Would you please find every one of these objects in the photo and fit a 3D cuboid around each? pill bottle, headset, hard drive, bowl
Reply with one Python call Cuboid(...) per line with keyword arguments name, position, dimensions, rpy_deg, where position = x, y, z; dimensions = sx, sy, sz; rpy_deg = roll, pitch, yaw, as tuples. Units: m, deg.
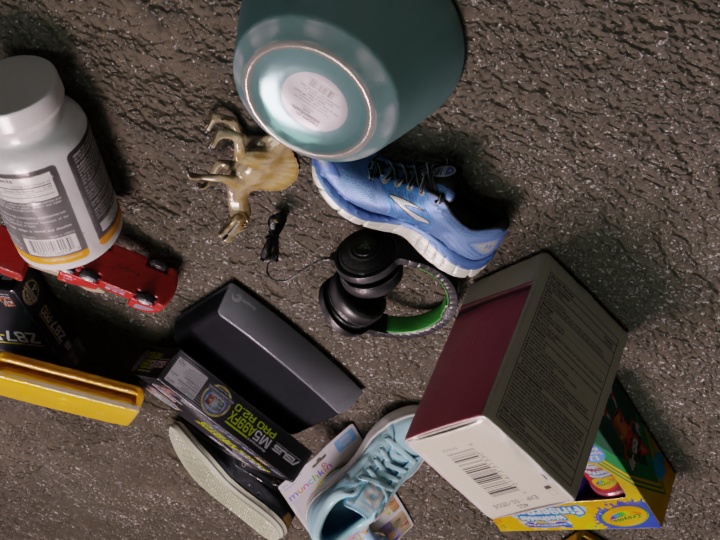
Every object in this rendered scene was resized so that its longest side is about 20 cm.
Cuboid(name="pill bottle", position=(-0.315, -0.105, 1.356), dimensions=(0.116, 0.117, 0.200), rpy_deg=(9, 138, 21))
Cuboid(name="headset", position=(0.000, 0.000, 1.350), dimensions=(0.199, 0.094, 0.124), rpy_deg=(14, 139, -9))
Cuboid(name="hard drive", position=(-0.108, 0.106, 1.536), dimensions=(0.200, 0.042, 0.135), rpy_deg=(41, 140, -18))
Cuboid(name="bowl", position=(-0.025, -0.168, 1.118), dimensions=(0.200, 0.105, 0.201), rpy_deg=(15, 137, 15))

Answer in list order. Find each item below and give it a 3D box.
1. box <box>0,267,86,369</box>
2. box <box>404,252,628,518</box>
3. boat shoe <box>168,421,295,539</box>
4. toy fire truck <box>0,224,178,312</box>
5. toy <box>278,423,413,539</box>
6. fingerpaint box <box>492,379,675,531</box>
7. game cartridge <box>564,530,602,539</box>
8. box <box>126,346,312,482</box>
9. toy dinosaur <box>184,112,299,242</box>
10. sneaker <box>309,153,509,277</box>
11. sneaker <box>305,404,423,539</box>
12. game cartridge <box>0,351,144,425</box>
Cuboid(name="box", position=(-0.456, 0.054, 1.672), dimensions=(0.199, 0.049, 0.161), rpy_deg=(5, 141, 25))
Cuboid(name="box", position=(0.146, 0.107, 1.262), dimensions=(0.128, 0.200, 0.109), rpy_deg=(43, 139, -20))
Cuboid(name="boat shoe", position=(-0.159, 0.256, 1.725), dimensions=(0.200, 0.062, 0.075), rpy_deg=(38, 148, 10))
Cuboid(name="toy fire truck", position=(-0.307, -0.002, 1.509), dimensions=(0.199, 0.049, 0.141), rpy_deg=(22, 162, -13))
Cuboid(name="toy", position=(-0.004, 0.289, 1.626), dimensions=(0.047, 0.115, 0.200), rpy_deg=(33, 158, 47))
Cuboid(name="fingerpaint box", position=(0.202, 0.197, 1.436), dimensions=(0.200, 0.073, 0.167), rpy_deg=(-9, 130, 37))
Cuboid(name="game cartridge", position=(0.286, 0.396, 1.655), dimensions=(0.176, 0.032, 0.200), rpy_deg=(31, 144, -6))
Cuboid(name="box", position=(-0.166, 0.165, 1.588), dimensions=(0.200, 0.044, 0.160), rpy_deg=(40, 164, -17))
Cuboid(name="toy dinosaur", position=(-0.098, -0.111, 1.288), dimensions=(0.101, 0.058, 0.200), rpy_deg=(24, 132, -24))
Cuboid(name="sneaker", position=(0.047, -0.075, 1.224), dimensions=(0.200, 0.079, 0.089), rpy_deg=(27, 135, -14))
Cuboid(name="sneaker", position=(0.017, 0.239, 1.524), dimensions=(0.074, 0.082, 0.200), rpy_deg=(35, 108, -19))
Cuboid(name="game cartridge", position=(-0.354, 0.145, 1.643), dimensions=(0.176, 0.033, 0.200), rpy_deg=(16, 167, -11))
